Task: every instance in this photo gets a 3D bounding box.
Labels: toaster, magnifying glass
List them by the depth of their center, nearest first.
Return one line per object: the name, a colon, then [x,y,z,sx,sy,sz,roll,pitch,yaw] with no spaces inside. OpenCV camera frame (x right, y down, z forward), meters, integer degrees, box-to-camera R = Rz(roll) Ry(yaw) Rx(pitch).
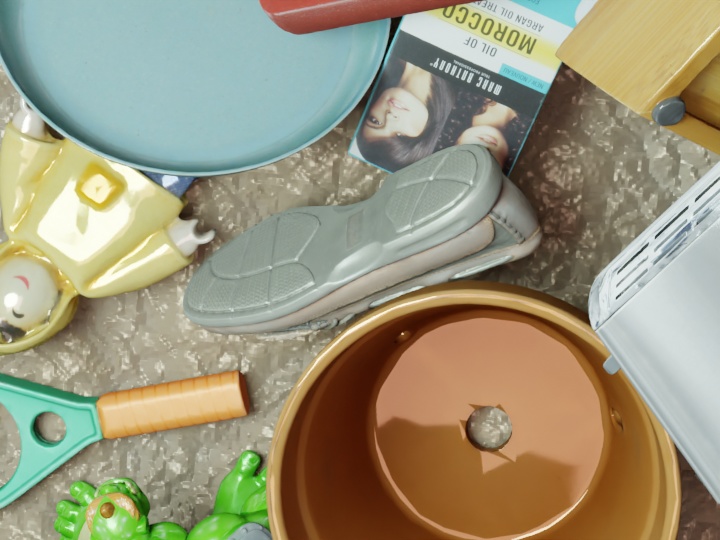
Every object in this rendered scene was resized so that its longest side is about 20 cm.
toaster: [0.198,0.005,1.160,0.129,0.114,0.200,48,119,4]
magnifying glass: [-0.159,0.083,1.390,0.200,0.022,0.080,-11,99,8]

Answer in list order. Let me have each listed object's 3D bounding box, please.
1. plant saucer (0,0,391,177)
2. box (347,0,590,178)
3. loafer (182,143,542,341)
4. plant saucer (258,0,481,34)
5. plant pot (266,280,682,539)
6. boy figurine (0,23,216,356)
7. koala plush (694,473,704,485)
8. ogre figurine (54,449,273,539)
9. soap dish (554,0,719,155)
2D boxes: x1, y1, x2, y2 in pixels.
plant saucer: [-0.086,-0.129,1.289,0.200,0.027,0.200,3,63,-6]
box: [0.065,-0.127,1.269,0.082,0.049,0.200,24,128,1]
loafer: [0.000,0.000,1.317,0.200,0.072,0.063,-22,130,33]
plant saucer: [-0.005,-0.204,1.171,0.200,0.037,0.200,-5,113,42]
plant pot: [0.060,0.095,1.307,0.200,0.140,0.200,1,100,6]
boy figurine: [-0.140,-0.039,1.343,0.124,0.064,0.200,43,98,-3]
koala plush: [0.276,0.092,1.278,0.177,0.184,0.200,36,132,-23]
ogre figurine: [-0.104,0.149,1.346,0.200,0.120,0.098,0,101,6]
soap dish: [0.215,-0.112,1.223,0.200,0.081,0.157,22,122,-37]
